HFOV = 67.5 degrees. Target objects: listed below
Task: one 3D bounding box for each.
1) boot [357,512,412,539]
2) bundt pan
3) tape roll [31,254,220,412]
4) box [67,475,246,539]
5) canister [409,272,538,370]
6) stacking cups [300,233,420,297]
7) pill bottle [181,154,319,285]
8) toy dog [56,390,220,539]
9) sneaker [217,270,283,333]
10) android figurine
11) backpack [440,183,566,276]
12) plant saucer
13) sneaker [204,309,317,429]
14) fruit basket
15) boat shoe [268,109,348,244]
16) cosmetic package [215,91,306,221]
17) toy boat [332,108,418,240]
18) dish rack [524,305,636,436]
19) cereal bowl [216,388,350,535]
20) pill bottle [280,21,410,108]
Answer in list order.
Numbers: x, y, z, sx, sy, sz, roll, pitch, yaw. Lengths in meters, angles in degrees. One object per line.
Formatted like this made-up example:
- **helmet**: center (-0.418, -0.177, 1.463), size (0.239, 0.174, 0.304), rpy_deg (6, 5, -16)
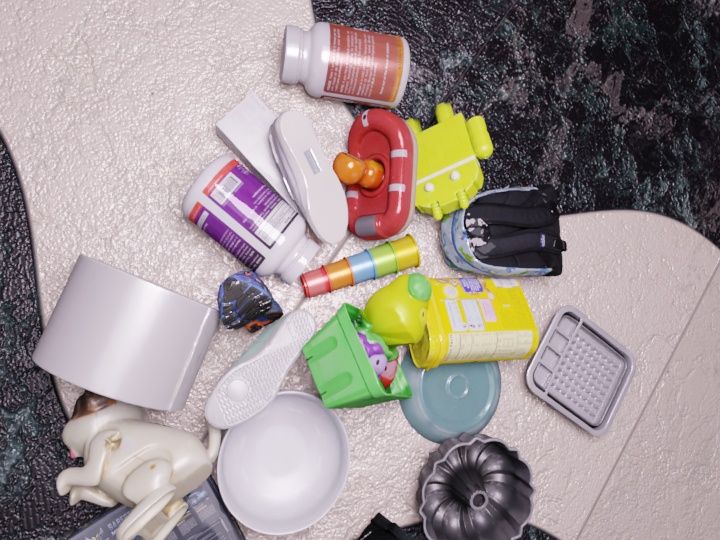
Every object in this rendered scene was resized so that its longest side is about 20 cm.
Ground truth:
- **boot**: center (0.007, 0.445, 0.779), size (0.162, 0.198, 0.074), rpy_deg (-40, 93, -21)
- **bundt pan**: center (0.179, 0.357, 0.880), size (0.197, 0.076, 0.207), rpy_deg (-1, 96, -11)
- **tape roll**: center (-0.301, 0.082, 0.716), size (0.199, 0.202, 0.142), rpy_deg (23, 79, -12)
- **box**: center (-0.286, 0.388, 0.773), size (0.198, 0.051, 0.160), rpy_deg (-31, 94, -15)
- **canister**: center (0.178, 0.081, 0.888), size (0.196, 0.087, 0.151), rpy_deg (0, 54, -17)
- **stacking cups**: center (0.000, 0.000, 0.883), size (0.197, 0.060, 0.062), rpy_deg (-21, 91, -12)
- **pill bottle**: center (-0.161, -0.070, 0.812), size (0.199, 0.112, 0.113), rpy_deg (40, 77, -9)
- **toy dog**: center (-0.306, 0.234, 0.713), size (0.199, 0.140, 0.194), rpy_deg (35, 68, 16)
- **sneaker**: center (-0.167, 0.037, 0.767), size (0.075, 0.200, 0.079), rpy_deg (-31, 79, -8)
- **android figurine**: center (0.128, -0.177, 0.883), size (0.179, 0.041, 0.204), rpy_deg (-20, 62, 23)
- **backpack**: center (0.233, -0.061, 0.915), size (0.197, 0.152, 0.167), rpy_deg (-7, 90, -37)
- **plant saucer**: center (0.161, 0.196, 0.919), size (0.196, 0.036, 0.205), rpy_deg (1, 85, -15)
- **sneaker**: center (-0.148, 0.147, 0.790), size (0.074, 0.118, 0.201), rpy_deg (46, 66, -6)
- **fruit basket**: center (0.036, 0.106, 0.789), size (0.212, 0.216, 0.158), rpy_deg (-20, 70, -16)
- **boat shoe**: center (-0.083, -0.134, 0.809), size (0.072, 0.068, 0.203), rpy_deg (-36, 108, -28)
- **cosmetic package**: center (-0.132, -0.175, 0.860), size (0.083, 0.051, 0.200), rpy_deg (-44, 98, -12)
- **toy boat**: center (0.010, -0.154, 0.843), size (0.129, 0.129, 0.205), rpy_deg (10, 81, -46)
- **dish rack**: center (0.394, 0.181, 0.981), size (0.198, 0.043, 0.173), rpy_deg (35, 77, -10)
- **cereal bowl**: center (-0.116, 0.279, 0.812), size (0.196, 0.083, 0.205), rpy_deg (1, 85, -15)
- **pill bottle**: center (-0.027, -0.333, 0.869), size (0.196, 0.112, 0.115), rpy_deg (4, 84, -15)
